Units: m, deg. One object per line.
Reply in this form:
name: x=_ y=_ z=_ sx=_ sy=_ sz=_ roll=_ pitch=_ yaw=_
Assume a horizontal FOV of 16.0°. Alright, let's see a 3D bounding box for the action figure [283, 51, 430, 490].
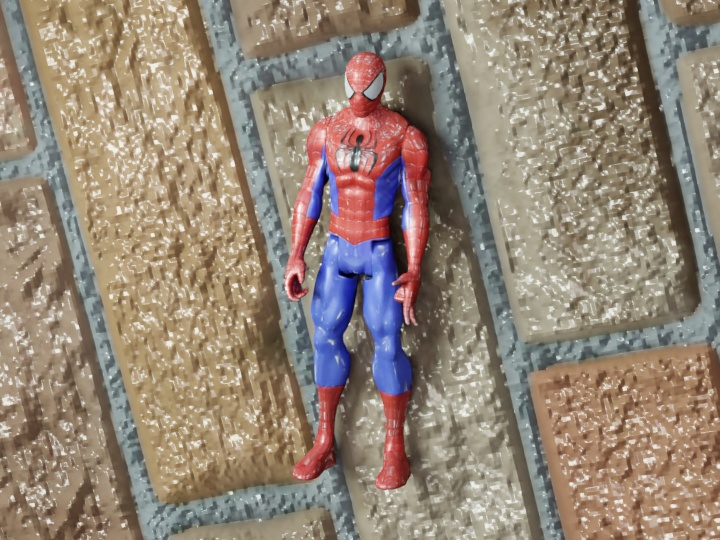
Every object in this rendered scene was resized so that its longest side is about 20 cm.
action figure: x=0.000 y=0.000 z=1.172 sx=0.065 sy=0.052 sz=0.201 roll=6 pitch=104 yaw=18
